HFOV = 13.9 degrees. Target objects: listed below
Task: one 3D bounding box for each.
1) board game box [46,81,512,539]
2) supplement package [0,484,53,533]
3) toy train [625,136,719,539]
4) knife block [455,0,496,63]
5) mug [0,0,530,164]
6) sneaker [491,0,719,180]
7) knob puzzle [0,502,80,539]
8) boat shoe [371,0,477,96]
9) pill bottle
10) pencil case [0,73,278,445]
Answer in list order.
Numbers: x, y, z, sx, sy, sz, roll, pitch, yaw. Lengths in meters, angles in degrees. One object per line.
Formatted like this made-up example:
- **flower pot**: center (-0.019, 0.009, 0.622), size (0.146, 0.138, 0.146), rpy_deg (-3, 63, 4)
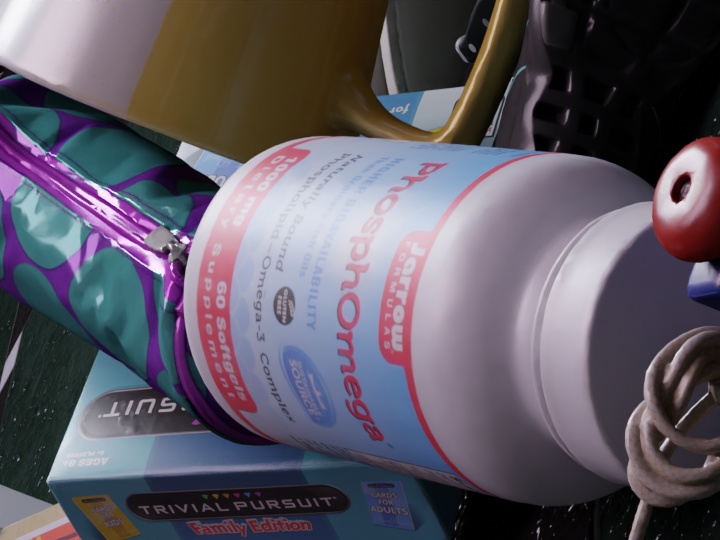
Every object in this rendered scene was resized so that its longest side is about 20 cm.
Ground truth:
- **board game box**: center (-0.019, 0.016, 1.140), size (0.150, 0.047, 0.201), rpy_deg (-5, 44, 24)
- **supplement package**: center (-0.147, 0.179, 1.410), size (0.200, 0.155, 0.111), rpy_deg (-167, 99, -77)
- **toy train**: center (0.134, 0.001, 0.749), size (0.116, 0.084, 0.201), rpy_deg (17, 86, 64)
- **knife block**: center (0.065, -0.151, 1.116), size (0.176, 0.064, 0.200), rpy_deg (-50, -10, 18)
- **mug**: center (-0.032, -0.120, 1.114), size (0.149, 0.186, 0.154), rpy_deg (-134, 66, -83)
- **sneaker**: center (0.079, -0.065, 1.061), size (0.079, 0.075, 0.201), rpy_deg (-178, 109, -79)
- **knob puzzle**: center (-0.059, 0.158, 1.132), size (0.219, 0.030, 0.221), rpy_deg (-4, 84, 39)
- **boat shoe**: center (0.012, -0.163, 1.372), size (0.060, 0.072, 0.203), rpy_deg (-7, 84, 38)
- **pill bottle**: center (0.038, 0.015, 0.931), size (0.200, 0.108, 0.109), rpy_deg (7, 75, 54)
- **pencil case**: center (-0.084, -0.010, 1.095), size (0.085, 0.092, 0.200), rpy_deg (-49, 41, -11)
